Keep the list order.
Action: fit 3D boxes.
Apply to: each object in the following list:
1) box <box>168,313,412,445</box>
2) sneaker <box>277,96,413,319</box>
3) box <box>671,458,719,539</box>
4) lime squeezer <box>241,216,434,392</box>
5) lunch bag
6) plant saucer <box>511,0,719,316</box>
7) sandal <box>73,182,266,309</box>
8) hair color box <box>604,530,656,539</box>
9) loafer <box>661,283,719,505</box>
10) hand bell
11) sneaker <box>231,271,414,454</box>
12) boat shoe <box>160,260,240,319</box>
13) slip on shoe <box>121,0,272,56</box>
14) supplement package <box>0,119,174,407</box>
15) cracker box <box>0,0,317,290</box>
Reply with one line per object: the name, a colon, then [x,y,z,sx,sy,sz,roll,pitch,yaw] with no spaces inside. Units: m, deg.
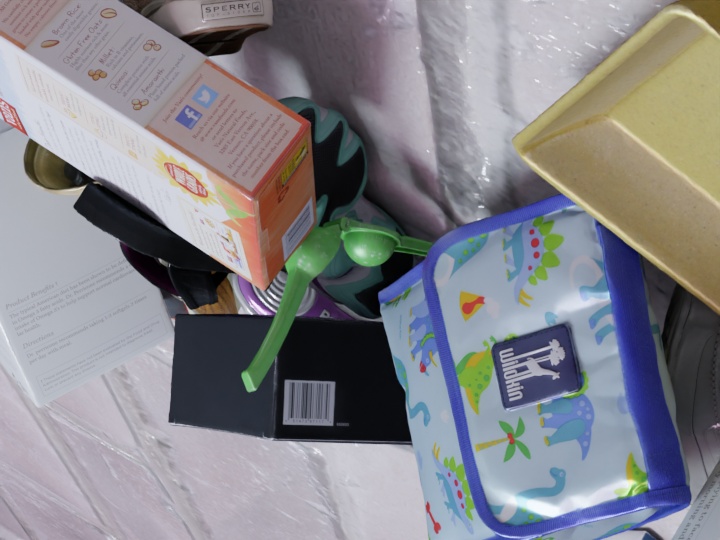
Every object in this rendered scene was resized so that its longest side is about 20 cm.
box: [-0.002,0.070,1.214,0.200,0.079,0.141,5,175,-32]
sneaker: [-0.059,-0.049,1.183,0.140,0.078,0.200,22,156,31]
box: [0.272,0.163,0.944,0.200,0.199,0.131,42,159,-17]
lime squeezer: [0.000,0.000,1.106,0.071,0.200,0.038,58,140,10]
lunch bag: [0.100,0.060,1.016,0.200,0.127,0.170,-34,65,61]
plant saucer: [0.187,-0.040,0.852,0.200,0.048,0.200,37,160,-5]
sandal: [-0.119,-0.010,1.160,0.075,0.048,0.200,34,-175,25]
hair color box: [0.162,0.255,1.468,0.061,0.100,0.200,41,160,-16]
loafer: [0.202,0.069,1.056,0.070,0.070,0.200,7,149,17]
hand bell: [-0.132,-0.026,1.279,0.104,0.104,0.200,18,150,40]
sneaker: [-0.013,0.052,1.367,0.200,0.075,0.100,45,170,-7]
boat shoe: [-0.136,-0.015,1.404,0.063,0.071,0.200,32,164,20]
slip on shoe: [-0.101,-0.151,1.061,0.200,0.076,0.061,177,84,-73]
supplement package: [-0.229,-0.029,1.335,0.117,0.117,0.200,36,149,56]
cracker box: [-0.120,-0.084,1.034,0.200,0.058,0.134,32,163,11]
